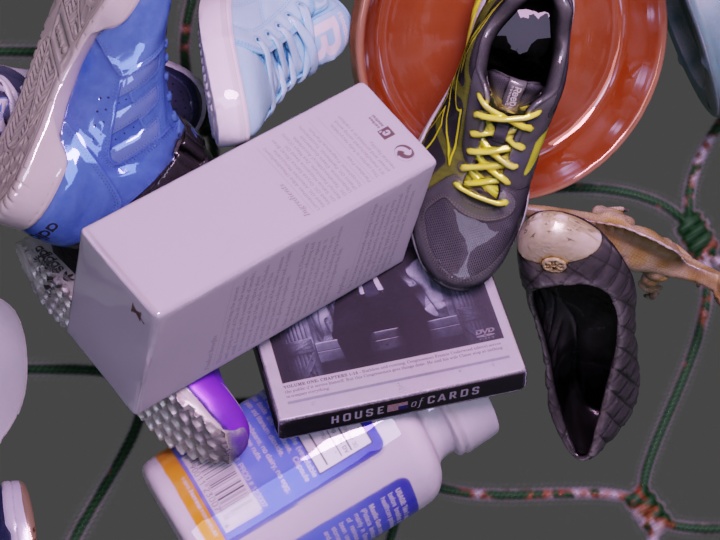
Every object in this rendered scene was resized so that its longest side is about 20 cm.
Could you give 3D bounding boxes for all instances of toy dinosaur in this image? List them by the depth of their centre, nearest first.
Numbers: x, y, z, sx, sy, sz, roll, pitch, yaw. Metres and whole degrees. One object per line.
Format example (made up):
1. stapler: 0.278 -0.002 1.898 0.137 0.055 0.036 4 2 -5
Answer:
1. toy dinosaur: 0.154 -0.020 1.405 0.199 0.101 0.058 21 84 -5

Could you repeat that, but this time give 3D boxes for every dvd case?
1. dvd case: 0.000 0.000 1.363 0.149 0.025 0.201 -11 55 -10

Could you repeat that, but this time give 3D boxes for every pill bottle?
1. pill bottle: -0.021 0.113 1.371 0.199 0.112 0.112 -30 94 -9

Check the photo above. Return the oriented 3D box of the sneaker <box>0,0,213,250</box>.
1. sneaker: -0.125 -0.102 1.290 0.111 0.077 0.201 24 89 -32

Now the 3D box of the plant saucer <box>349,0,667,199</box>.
1. plant saucer: 0.088 -0.142 1.368 0.199 0.032 0.201 -5 107 -17

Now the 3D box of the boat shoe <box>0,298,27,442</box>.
1. boat shoe: -0.257 0.107 1.351 0.071 0.063 0.201 36 58 -37

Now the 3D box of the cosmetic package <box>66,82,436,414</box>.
1. cosmetic package: -0.061 -0.014 1.277 0.200 0.102 0.071 -30 66 -30

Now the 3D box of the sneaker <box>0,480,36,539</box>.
1. sneaker: -0.250 0.223 1.354 0.108 0.070 0.201 4 91 -11

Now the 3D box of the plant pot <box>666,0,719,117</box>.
1. plant pot: 0.278 -0.187 1.392 0.187 0.200 0.201 -21 92 3

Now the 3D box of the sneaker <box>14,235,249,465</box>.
1. sneaker: -0.112 0.023 1.345 0.099 0.070 0.200 -34 60 -21

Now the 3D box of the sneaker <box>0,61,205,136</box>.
1. sneaker: -0.188 -0.092 1.337 0.199 0.109 0.071 0 98 -8

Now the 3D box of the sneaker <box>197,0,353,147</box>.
1. sneaker: -0.047 -0.138 1.326 0.081 0.200 0.074 -6 123 7

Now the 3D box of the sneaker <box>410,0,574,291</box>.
1. sneaker: 0.073 -0.085 1.307 0.074 0.085 0.201 13 95 -2

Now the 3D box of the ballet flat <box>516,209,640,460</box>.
1. ballet flat: 0.133 0.038 1.370 0.066 0.200 0.057 3 50 22
